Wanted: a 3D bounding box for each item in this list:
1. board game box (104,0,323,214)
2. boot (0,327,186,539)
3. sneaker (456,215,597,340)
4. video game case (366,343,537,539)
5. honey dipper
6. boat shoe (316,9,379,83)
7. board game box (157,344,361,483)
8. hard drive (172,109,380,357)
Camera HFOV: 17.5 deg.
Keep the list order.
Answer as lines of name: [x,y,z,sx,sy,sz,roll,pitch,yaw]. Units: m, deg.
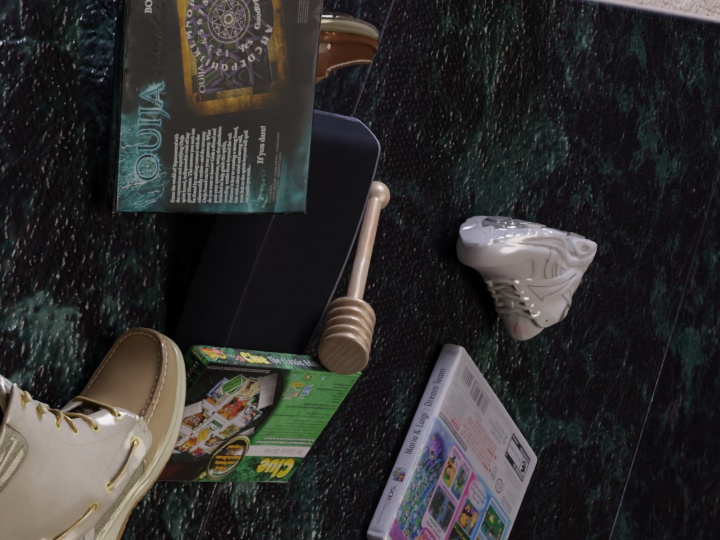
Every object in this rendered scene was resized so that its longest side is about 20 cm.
board game box: [-0.094,-0.136,1.511,0.134,0.028,0.202,0,106,-19]
boot: [-0.191,0.094,1.458,0.155,0.072,0.201,53,53,-46]
sneaker: [0.139,0.010,1.976,0.199,0.077,0.100,10,92,-58]
video game case: [0.080,0.189,1.969,0.200,0.024,0.183,55,52,-50]
honey dipper: [0.000,0.000,1.730,0.201,0.038,0.038,-78,157,-52]
boat shoe: [-0.066,-0.148,1.610,0.199,0.075,0.075,-3,105,-50]
board game box: [-0.083,0.103,1.636,0.105,0.023,0.199,-57,152,13]
hard drive: [-0.056,-0.014,1.632,0.135,0.042,0.201,6,108,-59]
